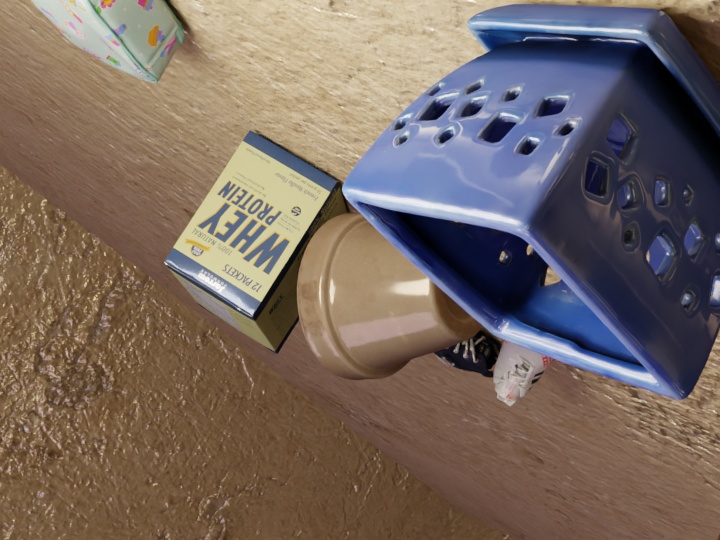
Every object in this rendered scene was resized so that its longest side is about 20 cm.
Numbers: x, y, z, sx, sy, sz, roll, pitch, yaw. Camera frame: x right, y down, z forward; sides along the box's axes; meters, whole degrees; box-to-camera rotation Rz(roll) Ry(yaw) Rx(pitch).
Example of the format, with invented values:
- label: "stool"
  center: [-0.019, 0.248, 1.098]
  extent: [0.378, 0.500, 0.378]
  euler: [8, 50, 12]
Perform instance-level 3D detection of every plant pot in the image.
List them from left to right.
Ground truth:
- label: "plant pot"
  center: [0.051, 0.025, 1.491]
  extent: [0.173, 0.202, 0.200]
  euler: [-5, 144, 44]
- label: "plant pot"
  center: [0.139, -0.058, 0.844]
  extent: [0.200, 0.181, 0.199]
  euler: [40, 167, -34]

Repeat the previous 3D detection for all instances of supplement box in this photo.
- label: "supplement box"
  center: [-0.122, -0.031, 1.633]
  extent: [0.133, 0.201, 0.200]
  euler: [29, 169, 13]

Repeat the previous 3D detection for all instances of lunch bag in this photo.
- label: "lunch bag"
  center: [-0.282, -0.288, 1.324]
  extent: [0.159, 0.078, 0.200]
  euler: [28, 168, 30]

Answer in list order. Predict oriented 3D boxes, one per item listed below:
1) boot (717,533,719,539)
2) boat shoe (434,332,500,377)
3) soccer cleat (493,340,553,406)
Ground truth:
- label: "boot"
  center: [0.638, 0.481, 1.961]
  extent: [0.199, 0.077, 0.155]
  euler: [27, 166, 41]
- label: "boat shoe"
  center: [0.134, 0.090, 1.789]
  extent: [0.092, 0.076, 0.200]
  euler: [17, 169, 30]
- label: "soccer cleat"
  center: [0.206, 0.124, 1.661]
  extent: [0.068, 0.086, 0.200]
  euler: [31, 169, 11]
